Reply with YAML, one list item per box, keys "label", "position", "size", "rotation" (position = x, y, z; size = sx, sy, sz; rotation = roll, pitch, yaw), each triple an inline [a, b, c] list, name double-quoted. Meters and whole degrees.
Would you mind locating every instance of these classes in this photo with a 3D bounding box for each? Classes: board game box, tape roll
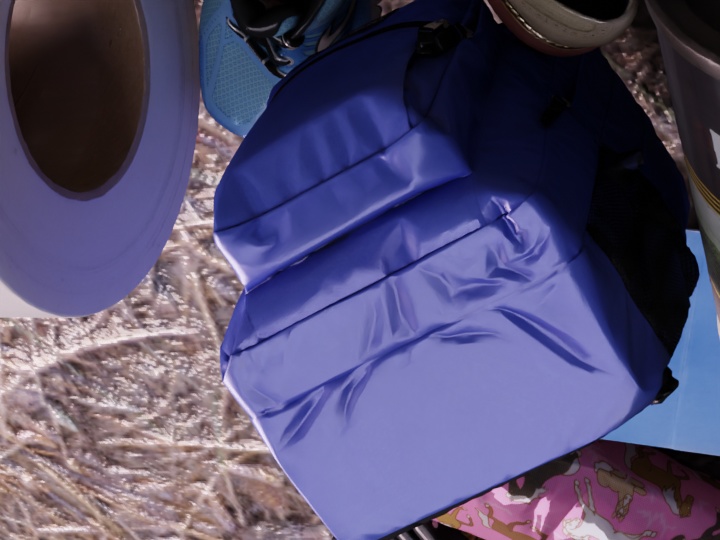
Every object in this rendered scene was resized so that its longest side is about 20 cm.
- label: "board game box"
  position: [0.146, 0.019, 1.184]
  size: [0.199, 0.039, 0.158]
  rotation: [7, 141, 6]
- label: "tape roll"
  position: [-0.171, -0.081, 1.075]
  size: [0.138, 0.203, 0.203]
  rotation: [1, 139, 26]

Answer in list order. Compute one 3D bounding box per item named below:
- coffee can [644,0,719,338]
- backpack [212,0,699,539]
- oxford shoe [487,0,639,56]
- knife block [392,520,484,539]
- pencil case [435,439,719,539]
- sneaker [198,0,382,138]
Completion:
- label: "coffee can"
  position: [0.190, -0.052, 0.979]
  size: [0.145, 0.147, 0.201]
  rotation: [4, 141, 22]
- label: "backpack"
  position: [0.041, -0.021, 1.019]
  size: [0.162, 0.200, 0.168]
  rotation: [-21, 107, 23]
- label: "oxford shoe"
  position: [0.038, -0.165, 0.934]
  size: [0.200, 0.070, 0.075]
  rotation: [50, 176, -7]
- label: "knife block"
  position: [0.089, 0.172, 1.378]
  size: [0.199, 0.064, 0.176]
  rotation: [14, 146, 10]
- label: "pencil case"
  position: [0.119, 0.121, 1.292]
  size: [0.199, 0.083, 0.087]
  rotation: [27, 100, -7]
- label: "sneaker"
  position: [-0.034, -0.118, 1.043]
  size: [0.078, 0.090, 0.200]
  rotation: [35, 142, 7]
